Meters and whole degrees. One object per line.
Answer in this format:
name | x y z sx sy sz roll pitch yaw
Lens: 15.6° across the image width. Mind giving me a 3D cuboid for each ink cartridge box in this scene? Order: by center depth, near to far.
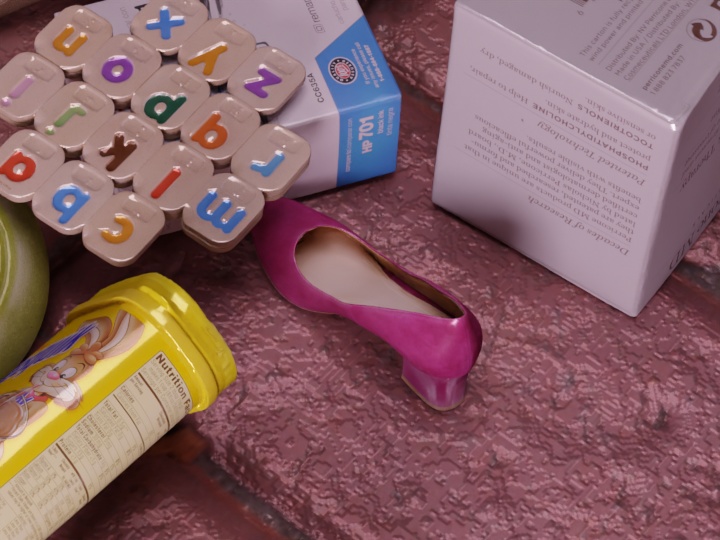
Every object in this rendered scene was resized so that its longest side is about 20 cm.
ink cartridge box | -0.090 -0.118 1.748 0.199 0.086 0.147 -15 57 -15

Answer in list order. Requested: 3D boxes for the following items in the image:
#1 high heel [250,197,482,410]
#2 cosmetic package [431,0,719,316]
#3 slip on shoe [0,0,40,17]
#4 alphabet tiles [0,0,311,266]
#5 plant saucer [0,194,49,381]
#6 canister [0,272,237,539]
high heel | 0.000 0.000 1.661 0.067 0.096 0.200 -30 62 -23
cosmetic package | 0.162 -0.118 1.693 0.166 0.200 0.167 30 58 17
slip on shoe | -0.258 -0.199 1.814 0.199 0.076 0.061 1 94 -13
alphabet tiles | -0.135 -0.092 1.666 0.200 0.015 0.196 32 60 17
plant saucer | -0.294 -0.003 1.643 0.199 0.031 0.201 3 67 -8
canister | -0.186 0.098 1.549 0.200 0.148 0.087 -41 101 -25
